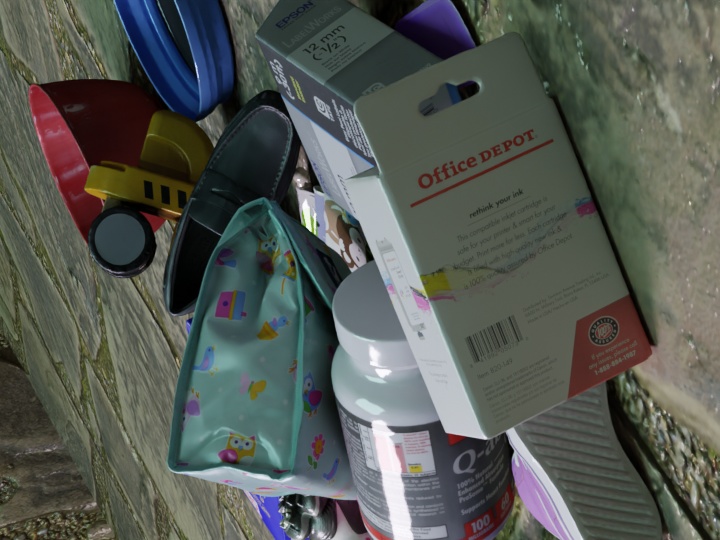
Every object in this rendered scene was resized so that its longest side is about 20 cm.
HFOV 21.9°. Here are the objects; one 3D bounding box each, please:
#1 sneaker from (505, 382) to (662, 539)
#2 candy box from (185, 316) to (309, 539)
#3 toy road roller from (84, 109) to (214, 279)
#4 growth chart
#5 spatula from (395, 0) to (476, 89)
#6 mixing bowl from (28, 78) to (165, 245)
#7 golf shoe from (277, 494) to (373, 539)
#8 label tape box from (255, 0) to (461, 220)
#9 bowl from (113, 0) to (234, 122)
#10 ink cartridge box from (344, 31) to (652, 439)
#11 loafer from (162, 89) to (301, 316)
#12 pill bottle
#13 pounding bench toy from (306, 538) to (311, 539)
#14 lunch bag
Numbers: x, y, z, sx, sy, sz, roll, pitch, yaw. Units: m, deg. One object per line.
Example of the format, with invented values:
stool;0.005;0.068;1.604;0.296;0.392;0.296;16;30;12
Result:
sneaker;0.110;0.093;1.170;0.202;0.072;0.114;69;165;-13
candy box;-0.093;0.150;1.837;0.169;0.077;0.201;51;157;36
toy road roller;-0.140;-0.051;1.607;0.123;0.198;0.147;160;126;-84
growth chart;0.000;0.000;1.459;0.200;0.018;0.146;45;153;46
spatula;0.028;-0.130;1.188;0.057;0.020;0.200;60;164;-5
mixing bowl;-0.242;-0.114;1.862;0.201;0.108;0.201;55;161;29
golf shoe;-0.021;0.160;1.602;0.201;0.087;0.077;-89;22;-49
label tape box;-0.005;-0.100;1.189;0.200;0.066;0.144;37;159;44
bowl;-0.166;-0.227;1.602;0.201;0.039;0.201;54;159;31
ink cartridge box;0.070;-0.020;1.056;0.202;0.116;0.067;68;163;-7
loafer;-0.102;-0.048;1.475;0.201;0.068;0.071;-61;3;25
pill bottle;0.042;0.095;1.296;0.116;0.115;0.201;45;154;48
pounding bench toy;0.000;0.337;1.681;0.201;0.155;0.124;68;162;-11
lunch bag;-0.052;0.061;1.365;0.170;0.121;0.202;34;-120;-66
